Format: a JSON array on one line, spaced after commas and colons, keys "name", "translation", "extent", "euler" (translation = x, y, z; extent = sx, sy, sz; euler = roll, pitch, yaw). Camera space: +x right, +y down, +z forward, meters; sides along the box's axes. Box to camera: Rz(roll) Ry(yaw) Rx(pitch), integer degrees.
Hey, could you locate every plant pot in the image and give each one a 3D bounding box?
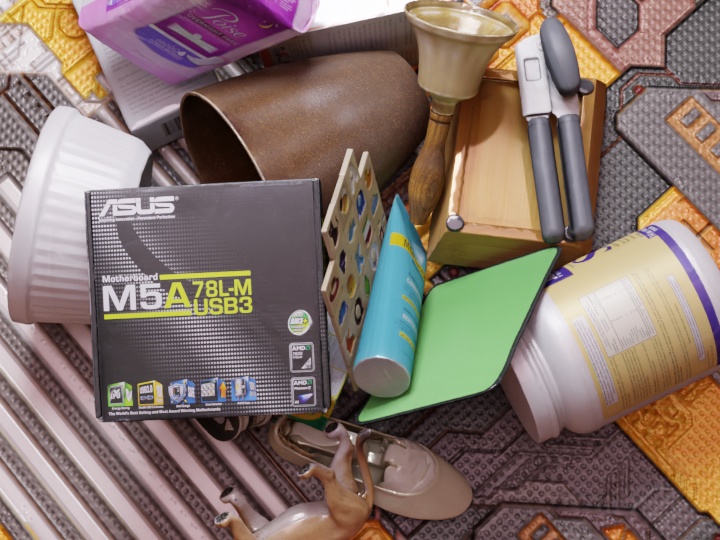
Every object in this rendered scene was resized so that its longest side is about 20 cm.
[{"name": "plant pot", "translation": [-0.038, -0.124, 1.207], "extent": [0.199, 0.187, 0.188], "euler": [-30, 76, -20]}]

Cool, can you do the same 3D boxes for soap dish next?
[{"name": "soap dish", "translation": [0.152, -0.100, 1.226], "extent": [0.156, 0.081, 0.202], "euler": [7, 77, 4]}]

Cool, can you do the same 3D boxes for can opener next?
[{"name": "can opener", "translation": [0.177, -0.127, 1.155], "extent": [0.053, 0.067, 0.202], "euler": [-6, 76, 2]}]

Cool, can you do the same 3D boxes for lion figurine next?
[{"name": "lion figurine", "translation": [-0.051, 0.228, 1.130], "extent": [0.199, 0.073, 0.123], "euler": [-29, 112, 8]}]

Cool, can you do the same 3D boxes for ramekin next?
[{"name": "ramekin", "translation": [-0.253, -0.043, 1.179], "extent": [0.093, 0.202, 0.204], "euler": [12, 76, -5]}]

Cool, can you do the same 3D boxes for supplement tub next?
[{"name": "supplement tub", "translation": [0.222, 0.057, 1.150], "extent": [0.199, 0.145, 0.146], "euler": [-24, 76, -4]}]

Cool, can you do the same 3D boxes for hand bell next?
[{"name": "hand bell", "translation": [0.072, -0.134, 1.164], "extent": [0.103, 0.104, 0.202], "euler": [14, 115, 6]}]

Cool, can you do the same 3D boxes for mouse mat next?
[{"name": "mouse mat", "translation": [0.087, 0.056, 1.128], "extent": [0.008, 0.160, 0.200], "euler": [52, 43, -20]}]

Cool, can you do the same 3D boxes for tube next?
[{"name": "tube", "translation": [0.033, 0.024, 1.157], "extent": [0.050, 0.078, 0.201], "euler": [-8, 41, 19]}]

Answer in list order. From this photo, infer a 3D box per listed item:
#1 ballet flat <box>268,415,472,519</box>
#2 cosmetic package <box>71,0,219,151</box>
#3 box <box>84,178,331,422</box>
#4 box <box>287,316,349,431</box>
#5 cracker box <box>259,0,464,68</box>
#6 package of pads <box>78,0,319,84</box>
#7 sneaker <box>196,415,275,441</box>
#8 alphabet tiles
[{"name": "ballet flat", "translation": [0.009, 0.173, 1.168], "extent": [0.198, 0.070, 0.070], "euler": [17, 77, 7]}, {"name": "cosmetic package", "translation": [-0.217, -0.232, 1.283], "extent": [0.101, 0.071, 0.201], "euler": [-24, 76, -4]}, {"name": "box", "translation": [-0.126, 0.024, 1.069], "extent": [0.198, 0.048, 0.195], "euler": [-2, 92, 2]}, {"name": "box", "translation": [-0.102, 0.057, 1.148], "extent": [0.199, 0.049, 0.118], "euler": [25, 37, 2]}, {"name": "cracker box", "translation": [-0.002, -0.239, 1.242], "extent": [0.198, 0.134, 0.058], "euler": [-12, 76, -1]}, {"name": "package of pads", "translation": [-0.144, -0.237, 1.136], "extent": [0.199, 0.120, 0.076], "euler": [-11, 64, 42]}, {"name": "sneaker", "translation": [-0.134, 0.077, 1.212], "extent": [0.115, 0.076, 0.200], "euler": [-15, 45, -40]}, {"name": "alphabet tiles", "translation": [0.000, 0.000, 1.131], "extent": [0.006, 0.201, 0.167], "euler": [2, 48, 17]}]
